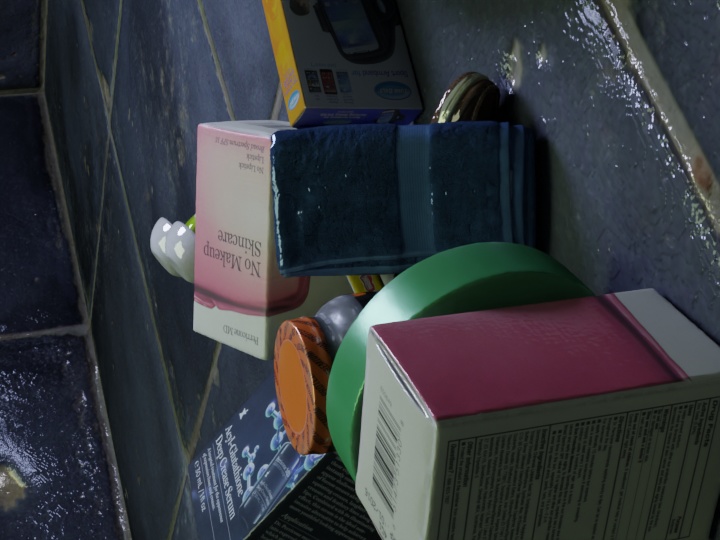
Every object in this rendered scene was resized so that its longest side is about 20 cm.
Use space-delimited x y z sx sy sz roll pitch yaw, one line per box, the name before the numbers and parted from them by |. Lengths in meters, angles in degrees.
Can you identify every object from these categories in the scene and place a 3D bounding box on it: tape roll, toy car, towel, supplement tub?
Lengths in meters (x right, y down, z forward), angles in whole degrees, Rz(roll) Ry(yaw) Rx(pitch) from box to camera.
tape roll | 0.078 0.082 0.856 0.048 0.199 0.202 -131 39 -56
toy car | -0.142 -0.039 1.548 0.150 0.175 0.200 50 167 -17
towel | 0.030 -0.053 0.961 0.049 0.198 0.113 -64 -27 -74
supplement tub | 0.044 0.073 0.949 0.122 0.198 0.124 173 90 -70

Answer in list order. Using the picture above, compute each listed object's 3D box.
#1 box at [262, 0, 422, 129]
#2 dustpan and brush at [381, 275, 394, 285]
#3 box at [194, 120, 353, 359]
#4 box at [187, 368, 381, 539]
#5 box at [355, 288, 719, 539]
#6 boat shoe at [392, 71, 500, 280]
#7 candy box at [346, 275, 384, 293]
box | -0.019 -0.202 1.154 0.041 0.118 0.202 -46 53 54
dustpan and brush | 0.032 -0.045 1.118 0.200 0.057 0.141 62 -146 -76
box | -0.078 -0.033 1.206 0.127 0.108 0.202 15 107 49
box | -0.042 0.170 1.104 0.200 0.107 0.149 -48 30 16
box | 0.108 0.099 0.776 0.109 0.198 0.129 -127 36 -55
boat shoe | 0.086 -0.051 1.015 0.074 0.075 0.204 26 121 26
candy box | 0.000 0.000 1.058 0.102 0.026 0.201 -128 13 -78
